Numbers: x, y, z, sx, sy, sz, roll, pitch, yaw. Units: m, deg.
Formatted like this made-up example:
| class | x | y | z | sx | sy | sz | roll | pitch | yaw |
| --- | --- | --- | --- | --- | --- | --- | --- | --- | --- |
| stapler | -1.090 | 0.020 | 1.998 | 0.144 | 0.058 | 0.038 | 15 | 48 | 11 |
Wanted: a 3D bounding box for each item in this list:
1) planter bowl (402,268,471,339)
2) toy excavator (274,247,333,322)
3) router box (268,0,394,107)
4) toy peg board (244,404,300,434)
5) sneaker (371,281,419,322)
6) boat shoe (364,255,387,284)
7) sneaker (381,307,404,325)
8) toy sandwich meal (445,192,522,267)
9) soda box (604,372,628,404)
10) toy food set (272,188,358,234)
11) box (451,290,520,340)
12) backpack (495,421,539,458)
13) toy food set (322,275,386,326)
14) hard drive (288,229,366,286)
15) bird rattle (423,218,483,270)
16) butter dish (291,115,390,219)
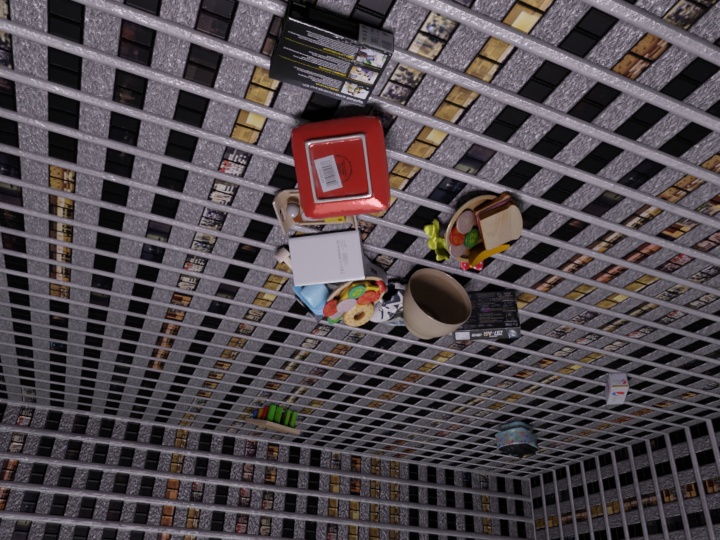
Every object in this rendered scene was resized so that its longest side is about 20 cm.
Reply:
| class | x | y | z | sx | sy | sz | roll | pitch | yaw |
| --- | --- | --- | --- | --- | --- | --- | --- | --- | --- |
| planter bowl | 0.203 | 0.114 | 1.802 | 0.198 | 0.202 | 0.135 | 13 | 135 | -18 |
| toy excavator | -0.155 | 0.034 | 1.787 | 0.100 | 0.194 | 0.200 | -42 | 163 | -10 |
| router box | -0.057 | -0.393 | 1.144 | 0.198 | 0.052 | 0.149 | 13 | 149 | -17 |
| toy peg board | -0.410 | 0.705 | 2.976 | 0.199 | 0.099 | 0.198 | 28 | 156 | -35 |
| sneaker | 0.069 | 0.089 | 1.897 | 0.198 | 0.080 | 0.129 | -23 | 147 | 35 |
| boat shoe | 0.000 | 0.000 | 1.784 | 0.067 | 0.072 | 0.200 | -19 | 150 | 28 |
| sneaker | 0.143 | 0.143 | 2.021 | 0.198 | 0.078 | 0.086 | 4 | 162 | 10 |
| toy sandwich meal | 0.305 | -0.095 | 1.528 | 0.203 | 0.070 | 0.207 | -13 | 126 | -19 |
| soda box | 1.032 | 0.478 | 2.512 | 0.067 | 0.064 | 0.201 | -6 | 148 | 12 |
| toy food set | -0.109 | -0.139 | 1.561 | 0.198 | 0.061 | 0.144 | -1 | 149 | 6 |
| box | 0.372 | 0.134 | 1.871 | 0.198 | 0.161 | 0.044 | -5 | 130 | 9 |
| backpack | 0.748 | 0.815 | 3.005 | 0.177 | 0.152 | 0.199 | -26 | 146 | 35 |
| toy food set | -0.015 | 0.087 | 1.763 | 0.197 | 0.049 | 0.200 | 6 | 136 | -43 |
| hard drive | -0.090 | -0.033 | 1.684 | 0.198 | 0.133 | 0.026 | -6 | -173 | 14 |
| bird rattle | 0.272 | -0.076 | 1.613 | 0.198 | 0.113 | 0.163 | 16 | 130 | -27 |
| butter dish | -0.032 | -0.228 | 1.342 | 0.197 | 0.148 | 0.202 | -5 | 107 | 11 |
